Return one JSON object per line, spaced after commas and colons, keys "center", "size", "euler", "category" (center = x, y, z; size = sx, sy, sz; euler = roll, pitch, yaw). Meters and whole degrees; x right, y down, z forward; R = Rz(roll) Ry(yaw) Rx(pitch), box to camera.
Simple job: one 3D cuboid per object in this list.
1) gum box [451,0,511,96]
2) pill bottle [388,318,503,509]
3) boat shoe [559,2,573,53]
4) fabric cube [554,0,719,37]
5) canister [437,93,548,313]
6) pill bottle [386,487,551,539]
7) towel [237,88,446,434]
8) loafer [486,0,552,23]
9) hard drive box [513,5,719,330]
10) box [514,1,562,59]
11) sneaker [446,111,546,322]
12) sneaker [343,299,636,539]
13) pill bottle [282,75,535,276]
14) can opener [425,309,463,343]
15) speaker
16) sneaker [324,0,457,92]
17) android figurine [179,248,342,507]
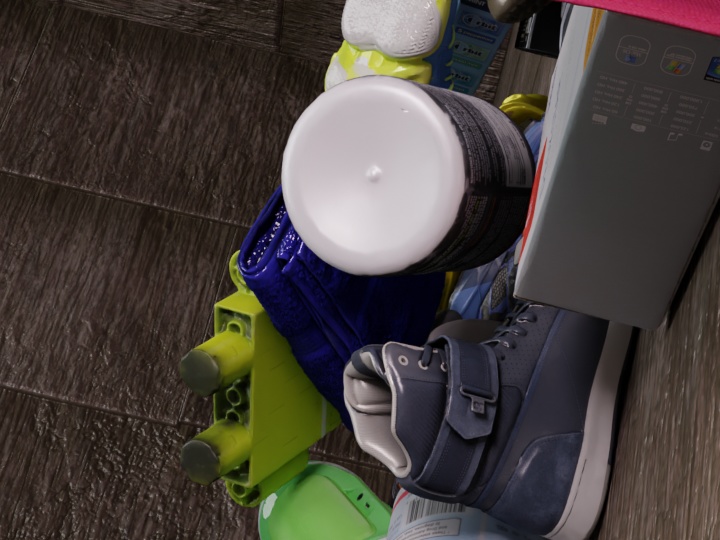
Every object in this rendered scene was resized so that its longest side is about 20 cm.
{"center": [0.088, -0.218, 1.266], "size": [0.200, 0.044, 0.171], "euler": [116, 169, -62], "category": "gum box"}
{"center": [0.077, 0.144, 1.195], "size": [0.106, 0.105, 0.201], "euler": [-75, -4, -68], "category": "pill bottle"}
{"center": [0.144, -0.100, 1.035], "size": [0.068, 0.071, 0.201], "euler": [-73, -7, -49], "category": "boat shoe"}
{"center": [0.095, -0.215, 0.605], "size": [0.200, 0.199, 0.197], "euler": [-76, -1, -59], "category": "fabric cube"}
{"center": [0.086, -0.035, 1.329], "size": [0.200, 0.086, 0.149], "euler": [-34, -35, -47], "category": "canister"}
{"center": [0.056, 0.210, 0.953], "size": [0.201, 0.108, 0.109], "euler": [-76, -2, -45], "category": "pill bottle"}
{"center": [0.000, 0.000, 1.121], "size": [0.148, 0.049, 0.200], "euler": [-64, -33, -26], "category": "towel"}
{"center": [0.135, -0.233, 1.013], "size": [0.200, 0.068, 0.076], "euler": [-44, -9, 15], "category": "loafer"}
{"center": [0.136, -0.095, 0.814], "size": [0.201, 0.076, 0.157], "euler": [100, -177, -52], "category": "hard drive box"}
{"center": [0.164, -0.217, 1.154], "size": [0.200, 0.086, 0.165], "euler": [-67, -10, -83], "category": "box"}
{"center": [0.136, -0.028, 1.236], "size": [0.075, 0.078, 0.201], "euler": [-2, -64, -56], "category": "sneaker"}
{"center": [0.071, 0.034, 0.950], "size": [0.077, 0.145, 0.204], "euler": [132, 152, -64], "category": "sneaker"}
{"center": [0.039, -0.051, 1.004], "size": [0.200, 0.106, 0.107], "euler": [-2, -75, -69], "category": "pill bottle"}
{"center": [0.080, 0.105, 1.279], "size": [0.067, 0.053, 0.201], "euler": [-36, -54, -34], "category": "can opener"}
{"center": [-0.009, 0.189, 1.144], "size": [0.200, 0.088, 0.089], "euler": [-145, 66, -69], "category": "speaker"}
{"center": [0.032, -0.136, 1.186], "size": [0.105, 0.076, 0.201], "euler": [4, -62, -53], "category": "sneaker"}
{"center": [-0.052, 0.061, 1.145], "size": [0.200, 0.041, 0.183], "euler": [-35, -49, -54], "category": "android figurine"}
